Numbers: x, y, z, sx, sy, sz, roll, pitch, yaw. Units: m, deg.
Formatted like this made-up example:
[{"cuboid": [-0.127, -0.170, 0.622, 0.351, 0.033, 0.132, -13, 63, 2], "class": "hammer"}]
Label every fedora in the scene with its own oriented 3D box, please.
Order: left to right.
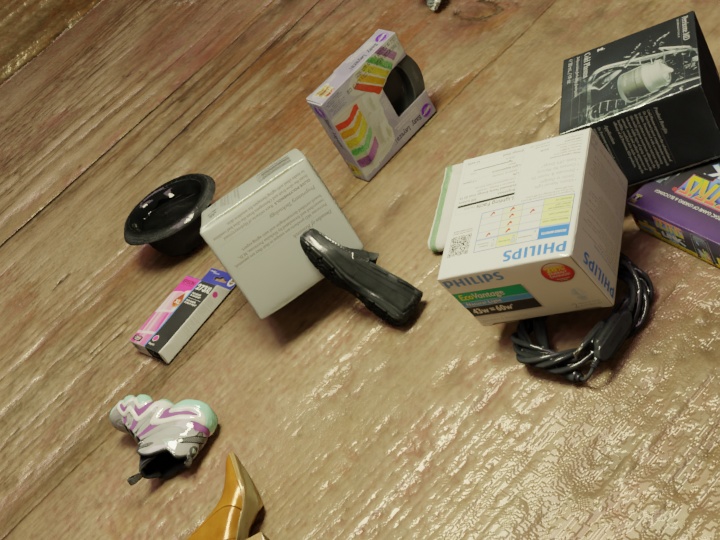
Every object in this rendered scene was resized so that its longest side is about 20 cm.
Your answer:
[{"cuboid": [-0.336, -0.090, 2.040, 0.200, 0.092, 0.201, -21, 37, 17], "class": "fedora"}]

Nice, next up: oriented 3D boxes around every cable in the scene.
[{"cuboid": [0.285, 0.055, 1.421, 0.163, 0.051, 0.200, 8, 55, 50], "class": "cable"}]

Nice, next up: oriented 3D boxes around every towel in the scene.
[{"cuboid": [0.192, -0.101, 1.635, 0.200, 0.031, 0.150, -7, 62, 47], "class": "towel"}]

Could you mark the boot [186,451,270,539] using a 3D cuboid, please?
[{"cuboid": [-0.197, 0.341, 1.444, 0.144, 0.071, 0.201, -29, 41, 2], "class": "boot"}]

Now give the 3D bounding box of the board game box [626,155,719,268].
[{"cuboid": [0.474, -0.093, 1.427, 0.165, 0.057, 0.200, -40, 35, -10], "class": "board game box"}]

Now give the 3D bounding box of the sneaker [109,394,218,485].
[{"cuboid": [-0.318, 0.258, 1.633, 0.199, 0.078, 0.140, -7, 43, 34], "class": "sneaker"}]

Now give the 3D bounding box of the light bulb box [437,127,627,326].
[{"cuboid": [0.226, -0.052, 1.427, 0.198, 0.125, 0.201, -11, 50, 37], "class": "light bulb box"}]

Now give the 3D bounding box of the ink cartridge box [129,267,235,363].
[{"cuboid": [-0.297, 0.066, 1.879, 0.095, 0.037, 0.200, 14, 55, 46], "class": "ink cartridge box"}]

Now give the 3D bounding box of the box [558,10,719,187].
[{"cuboid": [0.387, -0.227, 1.515, 0.196, 0.124, 0.200, -17, 35, 25], "class": "box"}]

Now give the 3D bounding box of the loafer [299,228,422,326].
[{"cuboid": [0.000, 0.000, 1.611, 0.070, 0.200, 0.068, -51, -6, -19], "class": "loafer"}]

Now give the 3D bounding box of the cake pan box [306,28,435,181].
[{"cuboid": [0.025, -0.287, 1.902, 0.200, 0.184, 0.052, -46, 41, -17], "class": "cake pan box"}]

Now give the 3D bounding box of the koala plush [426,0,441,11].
[{"cuboid": [0.138, -0.631, 2.239, 0.183, 0.177, 0.200, -20, 37, 38], "class": "koala plush"}]

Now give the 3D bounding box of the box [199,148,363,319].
[{"cuboid": [-0.127, -0.063, 1.726, 0.200, 0.172, 0.199, -35, 13, 0], "class": "box"}]
